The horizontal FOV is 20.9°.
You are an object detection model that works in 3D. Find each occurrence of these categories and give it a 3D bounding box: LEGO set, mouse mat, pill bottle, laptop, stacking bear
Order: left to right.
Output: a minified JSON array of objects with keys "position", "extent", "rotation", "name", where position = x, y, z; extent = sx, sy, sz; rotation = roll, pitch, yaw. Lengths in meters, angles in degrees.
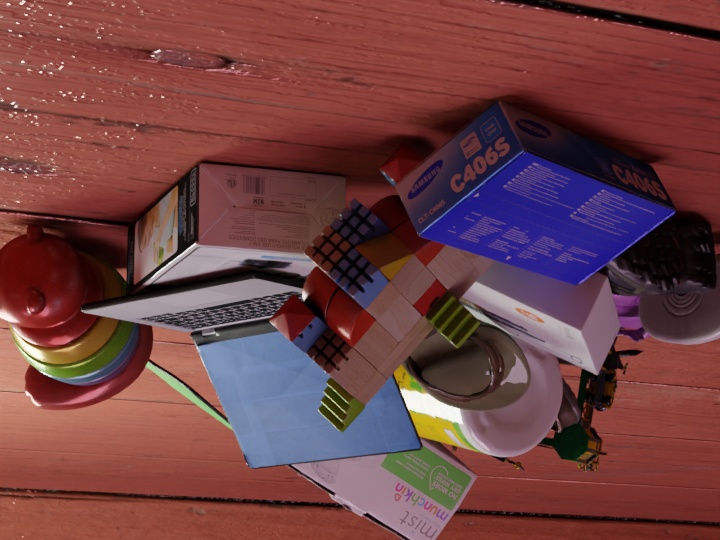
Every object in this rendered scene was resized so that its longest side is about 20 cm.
[{"position":[-0.247,0.030,1.605],"extent":[0.113,0.122,0.200],"rotation":[0,160,9],"name":"stacking bear"},{"position":[-0.182,0.098,1.821],"extent":[0.200,0.008,0.161],"rotation":[33,171,34],"name":"mouse mat"},{"position":[-0.084,0.082,1.525],"extent":[0.186,0.117,0.199],"rotation":[-11,164,38],"name":"laptop"},{"position":[0.076,0.095,1.724],"extent":[0.110,0.112,0.199],"rotation":[8,180,-33],"name":"pill bottle"},{"position":[0.177,0.124,1.933],"extent":[0.199,0.155,0.116],"rotation":[-3,168,28],"name":"LEGO set"}]

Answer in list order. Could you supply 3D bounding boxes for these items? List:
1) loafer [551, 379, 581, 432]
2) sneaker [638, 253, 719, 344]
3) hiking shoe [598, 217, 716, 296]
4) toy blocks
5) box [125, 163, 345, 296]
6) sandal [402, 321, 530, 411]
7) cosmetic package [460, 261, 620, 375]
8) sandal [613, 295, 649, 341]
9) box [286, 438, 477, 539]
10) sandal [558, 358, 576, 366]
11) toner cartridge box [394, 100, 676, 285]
[{"position":[0.114,0.109,1.844],"extent":[0.199,0.071,0.073],"rotation":[24,154,26],"name":"loafer"},{"position":[0.332,0.018,1.590],"extent":[0.111,0.074,0.199],"rotation":[10,156,-41],"name":"sneaker"},{"position":[0.196,-0.008,1.492],"extent":[0.100,0.076,0.200],"rotation":[-12,164,31],"name":"hiking shoe"},{"position":[0.014,0.003,1.347],"extent":[0.100,0.200,0.137],"rotation":[41,179,29],"name":"toy blocks"},{"position":[-0.096,-0.022,1.461],"extent":[0.116,0.061,0.200],"rotation":[5,167,-21],"name":"box"},{"position":[0.073,0.073,1.535],"extent":[0.080,0.057,0.201],"rotation":[-39,144,11],"name":"sandal"},{"position":[0.121,0.014,1.515],"extent":[0.150,0.052,0.200],"rotation":[23,173,15],"name":"cosmetic package"},{"position":[0.233,0.038,1.727],"extent":[0.082,0.050,0.203],"rotation":[-4,166,19],"name":"sandal"},{"position":[-0.014,0.163,1.907],"extent":[0.200,0.097,0.176],"rotation":[35,180,-24],"name":"box"},{"position":[0.140,0.039,1.777],"extent":[0.202,0.050,0.082],"rotation":[25,170,-37],"name":"sandal"},{"position":[0.120,-0.048,1.305],"extent":[0.095,0.043,0.199],"rotation":[-39,149,24],"name":"toner cartridge box"}]
